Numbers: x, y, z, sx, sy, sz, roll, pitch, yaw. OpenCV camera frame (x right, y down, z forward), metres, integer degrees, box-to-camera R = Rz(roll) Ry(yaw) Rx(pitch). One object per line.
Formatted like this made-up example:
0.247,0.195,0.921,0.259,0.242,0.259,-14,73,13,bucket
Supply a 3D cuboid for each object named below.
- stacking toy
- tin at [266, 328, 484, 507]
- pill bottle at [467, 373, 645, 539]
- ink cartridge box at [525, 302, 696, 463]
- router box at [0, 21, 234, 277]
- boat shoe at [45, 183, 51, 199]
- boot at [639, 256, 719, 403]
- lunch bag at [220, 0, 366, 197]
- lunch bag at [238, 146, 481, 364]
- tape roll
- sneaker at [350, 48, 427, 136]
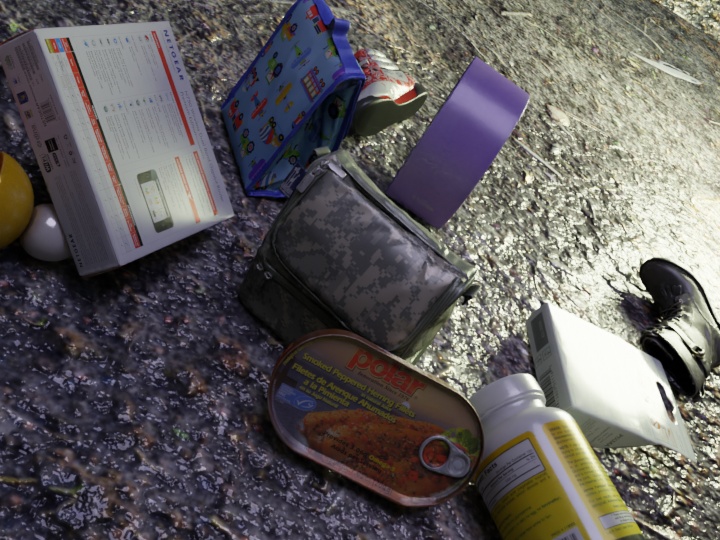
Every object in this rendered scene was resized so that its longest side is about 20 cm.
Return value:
-0.321,-0.062,0.681,0.199,0.146,0.147,32,32,-38,stacking toy
0.014,0.126,0.726,0.199,0.113,0.042,30,9,-9,tin
0.170,0.201,0.765,0.112,0.113,0.201,2,49,-37,pill bottle
0.294,0.142,0.991,0.199,0.047,0.161,26,37,-22,ink cartridge box
-0.210,-0.117,0.756,0.179,0.048,0.202,-34,109,-60,router box
-0.252,-0.123,0.822,0.060,0.072,0.202,19,39,8,boat shoe
0.428,0.073,1.144,0.173,0.069,0.201,-13,60,-46,boot
-0.069,-0.201,0.936,0.093,0.201,0.151,6,46,-33,lunch bag
0.000,0.000,0.801,0.200,0.168,0.139,41,37,8,lunch bag
0.119,-0.157,1.038,0.085,0.201,0.200,33,37,-2,tape roll
0.008,-0.252,1.167,0.108,0.067,0.201,43,34,11,sneaker
